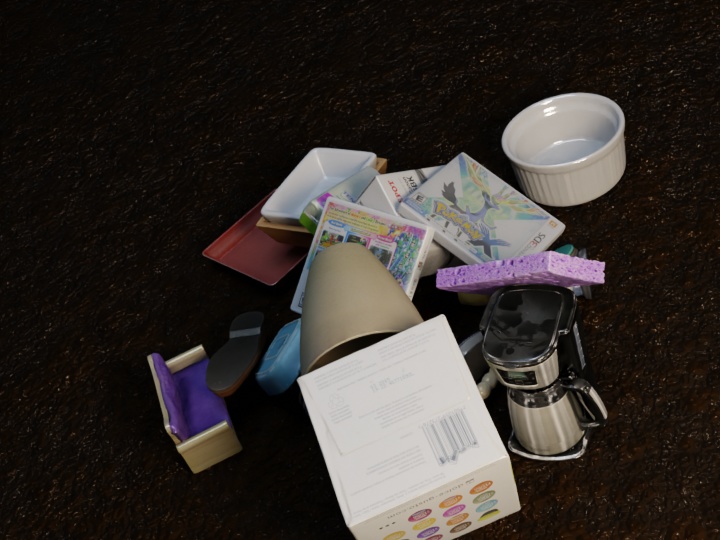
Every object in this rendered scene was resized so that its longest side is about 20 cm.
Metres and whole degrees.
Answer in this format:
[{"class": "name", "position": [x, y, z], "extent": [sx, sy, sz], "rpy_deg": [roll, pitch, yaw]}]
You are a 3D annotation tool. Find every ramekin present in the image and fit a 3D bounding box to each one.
[{"class": "ramekin", "position": [0.340, -0.195, 1.841], "extent": [0.200, 0.098, 0.201], "rpy_deg": [-14, 38, 11]}]

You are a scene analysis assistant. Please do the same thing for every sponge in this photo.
[{"class": "sponge", "position": [0.204, 0.007, 1.451], "extent": [0.200, 0.111, 0.030], "rpy_deg": [-9, 77, 49]}]

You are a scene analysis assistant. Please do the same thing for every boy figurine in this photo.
[{"class": "boy figurine", "position": [0.243, 0.013, 1.670], "extent": [0.199, 0.065, 0.125], "rpy_deg": [-5, 43, 16]}]

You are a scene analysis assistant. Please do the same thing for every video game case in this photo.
[{"class": "video game case", "position": [0.181, -0.077, 1.657], "extent": [0.200, 0.022, 0.182], "rpy_deg": [37, 47, 14]}, {"class": "video game case", "position": [0.000, 0.000, 1.636], "extent": [0.200, 0.024, 0.183], "rpy_deg": [19, 90, 39]}]

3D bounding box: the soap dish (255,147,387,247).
[{"class": "soap dish", "position": [-0.061, -0.120, 1.902], "extent": [0.157, 0.081, 0.200], "rpy_deg": [9, 48, 33]}]

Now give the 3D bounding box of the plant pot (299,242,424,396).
[{"class": "plant pot", "position": [-0.006, 0.064, 1.512], "extent": [0.187, 0.188, 0.200], "rpy_deg": [-19, 50, 4]}]

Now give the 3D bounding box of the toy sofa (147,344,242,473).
[{"class": "toy sofa", "position": [-0.248, 0.193, 1.667], "extent": [0.083, 0.098, 0.200], "rpy_deg": [-25, 37, -3]}]

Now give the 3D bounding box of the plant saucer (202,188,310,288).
[{"class": "plant saucer", "position": [-0.144, -0.051, 1.957], "extent": [0.200, 0.037, 0.200], "rpy_deg": [22, 56, 41]}]

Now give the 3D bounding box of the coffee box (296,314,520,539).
[{"class": "coffee box", "position": [0.061, 0.215, 1.369], "extent": [0.199, 0.198, 0.200], "rpy_deg": [-23, 58, -1]}]

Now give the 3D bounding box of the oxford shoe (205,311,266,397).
[{"class": "oxford shoe", "position": [-0.178, 0.140, 1.697], "extent": [0.071, 0.072, 0.200], "rpy_deg": [-3, 26, 16]}]

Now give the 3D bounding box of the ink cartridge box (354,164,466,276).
[{"class": "ink cartridge box", "position": [0.112, -0.078, 1.713], "extent": [0.199, 0.083, 0.147], "rpy_deg": [-12, 65, -35]}]

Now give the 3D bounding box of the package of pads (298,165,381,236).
[{"class": "package of pads", "position": [0.026, -0.060, 1.761], "extent": [0.200, 0.068, 0.154], "rpy_deg": [45, 49, 12]}]

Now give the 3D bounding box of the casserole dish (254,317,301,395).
[{"class": "casserole dish", "position": [-0.108, 0.122, 1.638], "extent": [0.121, 0.039, 0.200], "rpy_deg": [-59, 10, -15]}]

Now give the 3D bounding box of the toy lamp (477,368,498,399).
[{"class": "toy lamp", "position": [0.187, 0.145, 1.548], "extent": [0.058, 0.058, 0.200], "rpy_deg": [18, 56, 40]}]

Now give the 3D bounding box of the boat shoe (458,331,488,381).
[{"class": "boat shoe", "position": [0.099, 0.139, 1.578], "extent": [0.200, 0.075, 0.093], "rpy_deg": [-40, 49, -20]}]

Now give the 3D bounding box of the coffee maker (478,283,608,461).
[{"class": "coffee maker", "position": [0.230, 0.113, 1.445], "extent": [0.134, 0.200, 0.192], "rpy_deg": [-14, 39, 9]}]

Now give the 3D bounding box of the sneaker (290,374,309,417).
[{"class": "sneaker", "position": [-0.005, 0.145, 1.625], "extent": [0.200, 0.070, 0.109], "rpy_deg": [-30, 33, 1]}]

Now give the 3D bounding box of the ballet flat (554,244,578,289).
[{"class": "ballet flat", "position": [0.250, 0.040, 1.565], "extent": [0.073, 0.073, 0.200], "rpy_deg": [16, 41, 39]}]
